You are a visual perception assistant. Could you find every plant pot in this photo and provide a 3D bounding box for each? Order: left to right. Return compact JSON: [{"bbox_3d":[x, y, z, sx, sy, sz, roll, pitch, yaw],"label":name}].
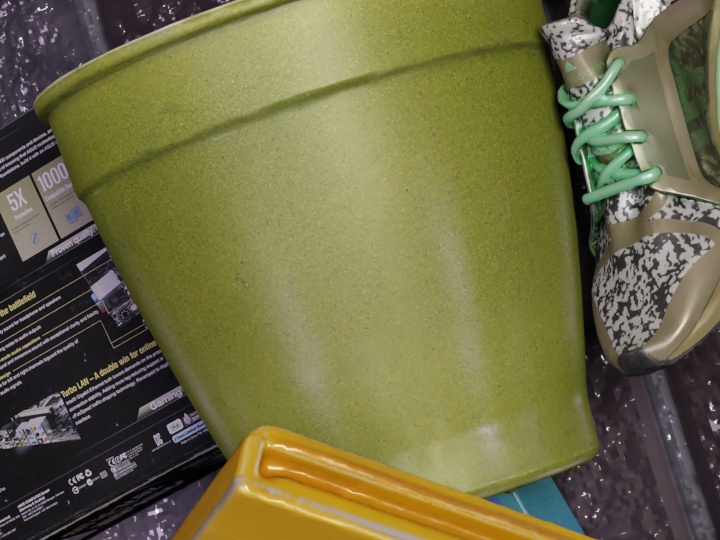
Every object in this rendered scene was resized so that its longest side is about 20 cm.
[{"bbox_3d":[0.000,0.000,1.025,0.200,0.200,0.193,-19,86,25],"label":"plant pot"}]

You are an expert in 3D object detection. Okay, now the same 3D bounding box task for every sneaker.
[{"bbox_3d":[0.095,-0.058,0.997,0.077,0.089,0.200,-24,52,47],"label":"sneaker"}]

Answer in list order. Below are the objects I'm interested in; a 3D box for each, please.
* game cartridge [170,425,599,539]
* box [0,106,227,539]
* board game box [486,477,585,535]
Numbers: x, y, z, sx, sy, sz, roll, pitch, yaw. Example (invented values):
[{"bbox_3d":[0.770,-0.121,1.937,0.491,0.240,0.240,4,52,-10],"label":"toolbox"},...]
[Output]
[{"bbox_3d":[0.008,0.134,0.994,0.176,0.032,0.200,20,148,-12],"label":"game cartridge"},{"bbox_3d":[-0.135,0.030,1.166,0.200,0.086,0.164,-30,82,23],"label":"box"},{"bbox_3d":[0.047,0.181,1.117,0.152,0.045,0.200,-34,80,23],"label":"board game box"}]
